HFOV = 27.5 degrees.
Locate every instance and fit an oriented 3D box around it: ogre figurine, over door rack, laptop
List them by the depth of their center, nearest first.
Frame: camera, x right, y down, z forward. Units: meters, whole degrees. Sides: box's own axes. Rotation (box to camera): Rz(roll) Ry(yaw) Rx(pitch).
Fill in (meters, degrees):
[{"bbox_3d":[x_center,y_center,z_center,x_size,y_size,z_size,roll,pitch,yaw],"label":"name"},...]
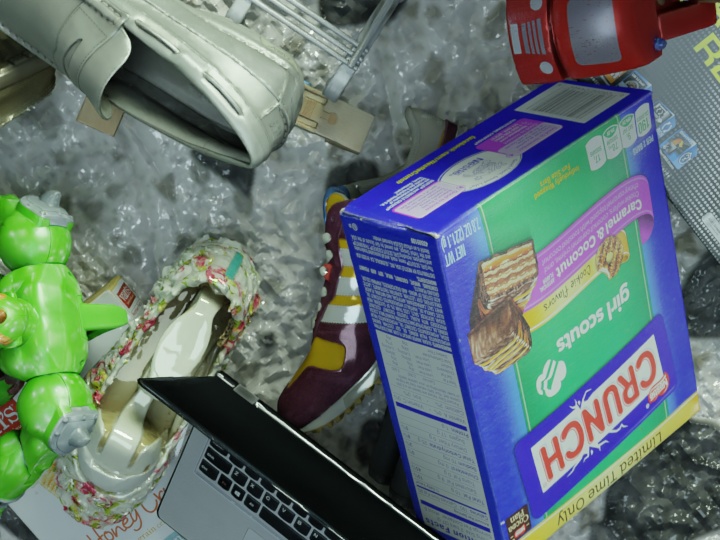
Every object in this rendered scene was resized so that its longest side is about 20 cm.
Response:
[{"bbox_3d":[-0.041,0.152,0.776,0.186,0.116,0.201,36,128,12],"label":"laptop"},{"bbox_3d":[-0.018,-0.213,0.789,0.147,0.067,0.201,32,94,-8],"label":"over door rack"},{"bbox_3d":[-0.202,0.035,0.831,0.119,0.202,0.098,-17,148,35],"label":"ogre figurine"}]

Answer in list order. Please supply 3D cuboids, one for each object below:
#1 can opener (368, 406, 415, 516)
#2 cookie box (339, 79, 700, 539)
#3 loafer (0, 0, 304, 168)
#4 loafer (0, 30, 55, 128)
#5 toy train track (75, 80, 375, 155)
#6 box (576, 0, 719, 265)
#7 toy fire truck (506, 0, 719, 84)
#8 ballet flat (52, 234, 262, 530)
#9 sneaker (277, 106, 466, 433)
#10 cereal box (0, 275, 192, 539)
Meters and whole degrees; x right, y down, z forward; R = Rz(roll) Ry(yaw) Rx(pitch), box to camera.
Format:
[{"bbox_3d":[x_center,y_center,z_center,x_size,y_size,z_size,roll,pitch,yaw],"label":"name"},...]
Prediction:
[{"bbox_3d":[0.037,0.121,0.900,0.066,0.053,0.202,-1,113,-32],"label":"can opener"},{"bbox_3d":[0.093,0.025,0.785,0.170,0.075,0.202,-33,122,-31],"label":"cookie box"},{"bbox_3d":[-0.126,-0.116,0.763,0.198,0.070,0.070,24,139,4],"label":"loafer"},{"bbox_3d":[-0.255,-0.075,0.826,0.199,0.076,0.068,-29,137,-10],"label":"loafer"},{"bbox_3d":[-0.088,-0.115,0.828,0.198,0.033,0.116,23,87,-3],"label":"toy train track"},{"bbox_3d":[0.218,-0.109,0.811,0.160,0.044,0.200,-37,101,14],"label":"box"},{"bbox_3d":[0.170,-0.139,0.708,0.140,0.200,0.049,-2,109,34],"label":"toy fire truck"},{"bbox_3d":[-0.124,0.070,0.842,0.075,0.064,0.201,27,103,-8],"label":"ballet flat"},{"bbox_3d":[0.000,0.000,0.848,0.090,0.075,0.201,38,97,-9],"label":"sneaker"},{"bbox_3d":[-0.142,0.123,0.910,0.143,0.040,0.200,-38,102,12],"label":"cereal box"}]
